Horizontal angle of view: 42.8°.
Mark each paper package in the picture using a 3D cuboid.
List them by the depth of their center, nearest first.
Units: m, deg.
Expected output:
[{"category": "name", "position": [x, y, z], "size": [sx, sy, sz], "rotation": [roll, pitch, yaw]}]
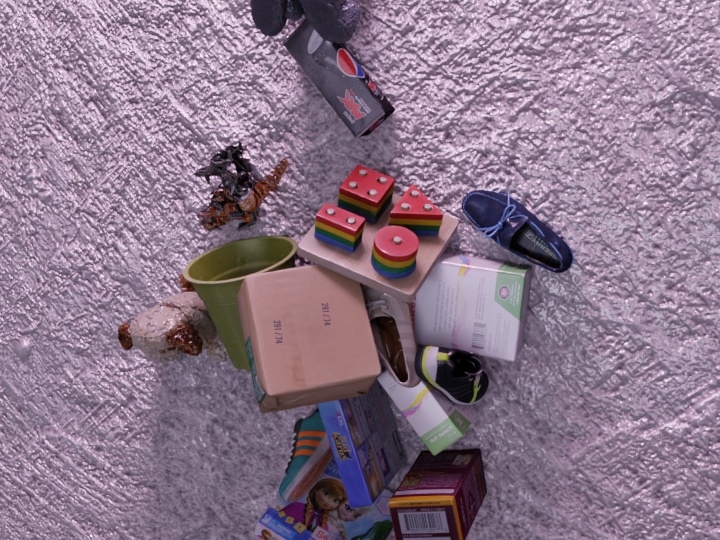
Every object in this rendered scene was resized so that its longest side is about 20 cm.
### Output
[{"category": "paper package", "position": [-0.083, 0.100, 1.423], "size": [0.189, 0.104, 0.201], "rotation": [-9, 68, -16]}]

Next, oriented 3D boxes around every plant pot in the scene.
[{"category": "plant pot", "position": [-0.184, 0.064, 1.588], "size": [0.199, 0.200, 0.191], "rotation": [-4, 114, 21]}]

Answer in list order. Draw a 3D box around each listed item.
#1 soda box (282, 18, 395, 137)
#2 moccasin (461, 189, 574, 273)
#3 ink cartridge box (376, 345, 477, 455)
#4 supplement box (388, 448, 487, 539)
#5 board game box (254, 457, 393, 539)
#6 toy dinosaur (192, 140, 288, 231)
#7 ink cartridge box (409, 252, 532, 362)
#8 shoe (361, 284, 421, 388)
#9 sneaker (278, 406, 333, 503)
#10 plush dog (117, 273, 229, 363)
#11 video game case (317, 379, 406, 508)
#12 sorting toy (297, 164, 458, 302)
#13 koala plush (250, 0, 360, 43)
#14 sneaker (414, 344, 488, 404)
[{"category": "soda box", "position": [-0.035, -0.316, 1.498], "size": [0.071, 0.063, 0.200], "rotation": [-39, 87, 23]}, {"category": "moccasin", "position": [0.247, -0.067, 1.444], "size": [0.199, 0.068, 0.081], "rotation": [29, 110, 12]}, {"category": "ink cartridge box", "position": [0.101, 0.192, 1.530], "size": [0.067, 0.117, 0.200], "rotation": [-38, 87, 22]}, {"category": "supplement box", "position": [0.131, 0.372, 1.513], "size": [0.110, 0.200, 0.086], "rotation": [-7, 100, 22]}, {"category": "board game box", "position": [-0.047, 0.428, 1.594], "size": [0.199, 0.200, 0.041], "rotation": [29, 131, 12]}, {"category": "toy dinosaur", "position": [-0.210, -0.145, 1.602], "size": [0.199, 0.102, 0.136], "rotation": [-33, 105, 6]}, {"category": "ink cartridge box", "position": [0.168, 0.053, 1.491], "size": [0.199, 0.087, 0.146], "rotation": [8, 104, 17]}, {"category": "shoe", "position": [0.048, 0.089, 1.450], "size": [0.070, 0.053, 0.201], "rotation": [-24, 81, 24]}, {"category": "sneaker", "position": [-0.094, 0.311, 1.608], "size": [0.080, 0.200, 0.072], "rotation": [24, 147, 21]}, {"category": "plush dog", "position": [-0.335, 0.099, 1.641], "size": [0.199, 0.172, 0.162], "rotation": [-3, 100, 22]}, {"category": "video game case", "position": [0.004, 0.267, 1.548], "size": [0.045, 0.181, 0.201], "rotation": [-15, 96, 23]}, {"category": "sorting toy", "position": [0.034, -0.071, 1.447], "size": [0.198, 0.200, 0.070], "rotation": [23, 136, 14]}, {"category": "koala plush", "position": [-0.070, -0.485, 1.415], "size": [0.176, 0.201, 0.184], "rotation": [12, 144, 19]}, {"category": "sneaker", "position": [0.165, 0.169, 1.460], "size": [0.082, 0.200, 0.072], "rotation": [-7, 69, 37]}]
